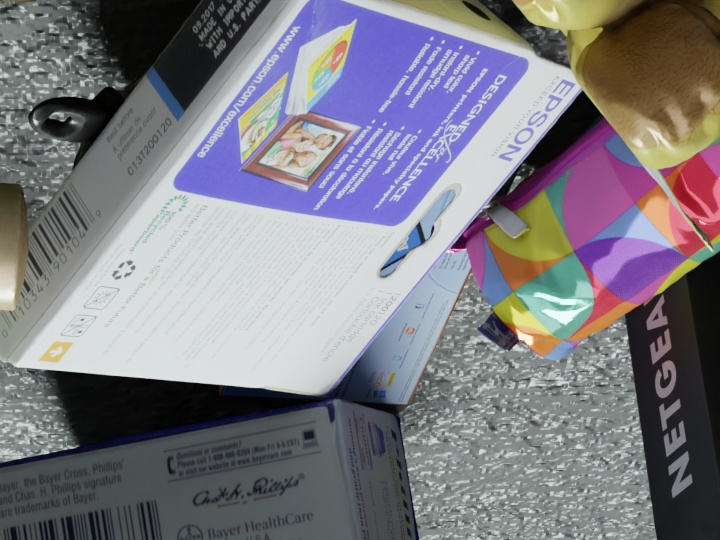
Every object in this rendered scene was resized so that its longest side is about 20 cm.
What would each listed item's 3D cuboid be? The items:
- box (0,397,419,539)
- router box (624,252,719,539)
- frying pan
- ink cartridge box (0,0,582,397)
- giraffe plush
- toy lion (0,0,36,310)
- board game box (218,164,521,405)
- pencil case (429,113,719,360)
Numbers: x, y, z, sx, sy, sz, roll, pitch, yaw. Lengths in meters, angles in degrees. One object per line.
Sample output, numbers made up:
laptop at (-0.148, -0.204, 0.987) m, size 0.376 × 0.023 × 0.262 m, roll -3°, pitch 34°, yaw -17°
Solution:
box at (-0.073, 0.134, 1.050) m, size 0.182 × 0.106 × 0.200 m, roll -11°, pitch 171°, yaw 8°
router box at (0.204, 0.060, 0.972) m, size 0.156 × 0.201 × 0.052 m, roll 13°, pitch 143°, yaw -24°
frying pan at (-0.098, -0.050, 0.855) m, size 0.190 × 0.031 × 0.115 m, roll -20°, pitch 155°, yaw -53°
ink cartridge box at (-0.027, -0.034, 0.856) m, size 0.198 × 0.043 × 0.199 m, roll -50°, pitch 148°, yaw 20°
giraffe plush at (0.138, -0.126, 0.778) m, size 0.162 × 0.173 × 0.200 m, roll -39°, pitch 125°, yaw 7°
toy lion at (-0.142, -0.105, 0.724) m, size 0.068 × 0.202 × 0.192 m, roll 3°, pitch 161°, yaw -8°
board game box at (0.000, 0.000, 1.017) m, size 0.102 × 0.020 × 0.201 m, roll 3°, pitch 142°, yaw -16°
pencil case at (0.130, -0.040, 0.914) m, size 0.200 × 0.089 × 0.088 m, roll -36°, pitch 134°, yaw 24°
